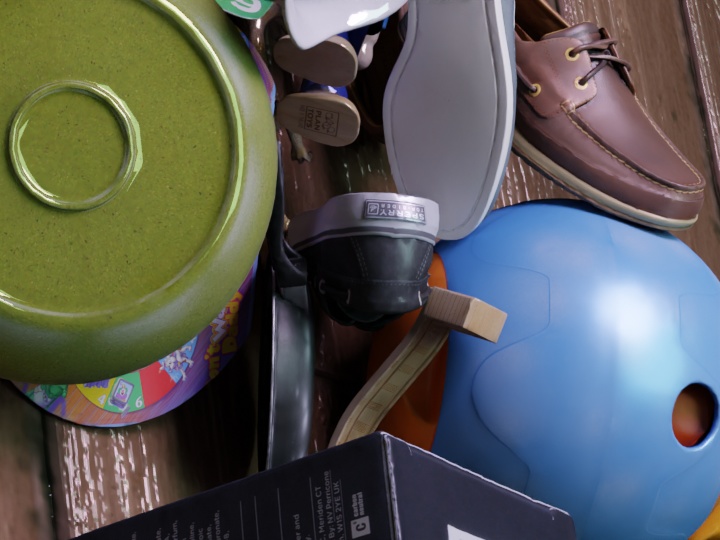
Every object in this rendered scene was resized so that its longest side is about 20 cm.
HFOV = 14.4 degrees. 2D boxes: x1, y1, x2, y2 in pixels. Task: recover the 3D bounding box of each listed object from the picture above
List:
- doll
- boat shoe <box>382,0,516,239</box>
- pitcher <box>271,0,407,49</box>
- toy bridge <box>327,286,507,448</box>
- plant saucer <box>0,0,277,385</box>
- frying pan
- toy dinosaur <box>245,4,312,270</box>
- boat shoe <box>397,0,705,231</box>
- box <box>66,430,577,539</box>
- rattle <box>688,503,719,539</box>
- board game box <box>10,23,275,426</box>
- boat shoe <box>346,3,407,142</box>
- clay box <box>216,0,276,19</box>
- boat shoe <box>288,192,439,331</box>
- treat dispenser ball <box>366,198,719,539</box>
[{"bbox_3d":[0.002,-0.153,1.464,0.137,0.048,0.200,89,16,-46],"label":"doll"},{"bbox_3d":[0.056,-0.116,1.429,0.062,0.073,0.200,-20,112,-56],"label":"boat shoe"},{"bbox_3d":[-0.046,-0.183,1.325,0.200,0.121,0.171,35,22,29],"label":"pitcher"},{"bbox_3d":[0.009,0.104,1.381,0.027,0.067,0.200,22,87,-42],"label":"toy bridge"},{"bbox_3d":[-0.126,-0.051,1.215,0.200,0.031,0.200,1,86,-19],"label":"plant saucer"},{"bbox_3d":[-0.036,0.014,1.350,0.115,0.031,0.190,-101,-165,-70],"label":"frying pan"},{"bbox_3d":[-0.072,-0.098,1.428,0.200,0.058,0.101,56,34,-22],"label":"toy dinosaur"},{"bbox_3d":[0.104,-0.096,1.470,0.200,0.068,0.072,43,29,26],"label":"boat shoe"},{"bbox_3d":[-0.024,0.160,1.206,0.148,0.200,0.107,28,49,-50],"label":"box"},{"bbox_3d":[0.181,0.232,1.551,0.200,0.143,0.130,64,-10,7],"label":"rattle"},{"bbox_3d":[-0.086,-0.024,1.283,0.158,0.039,0.200,-1,101,-47],"label":"board game box"},{"bbox_3d":[0.003,-0.165,1.563,0.068,0.072,0.200,-14,87,-60],"label":"boat shoe"},{"bbox_3d":[-0.067,-0.208,1.455,0.115,0.048,0.200,23,36,3],"label":"clay box"},{"bbox_3d":[0.000,0.000,1.388,0.200,0.069,0.057,133,-39,-83],"label":"boat shoe"},{"bbox_3d":[0.103,0.063,1.471,0.201,0.201,0.201,36,44,-44],"label":"treat dispenser ball"}]
